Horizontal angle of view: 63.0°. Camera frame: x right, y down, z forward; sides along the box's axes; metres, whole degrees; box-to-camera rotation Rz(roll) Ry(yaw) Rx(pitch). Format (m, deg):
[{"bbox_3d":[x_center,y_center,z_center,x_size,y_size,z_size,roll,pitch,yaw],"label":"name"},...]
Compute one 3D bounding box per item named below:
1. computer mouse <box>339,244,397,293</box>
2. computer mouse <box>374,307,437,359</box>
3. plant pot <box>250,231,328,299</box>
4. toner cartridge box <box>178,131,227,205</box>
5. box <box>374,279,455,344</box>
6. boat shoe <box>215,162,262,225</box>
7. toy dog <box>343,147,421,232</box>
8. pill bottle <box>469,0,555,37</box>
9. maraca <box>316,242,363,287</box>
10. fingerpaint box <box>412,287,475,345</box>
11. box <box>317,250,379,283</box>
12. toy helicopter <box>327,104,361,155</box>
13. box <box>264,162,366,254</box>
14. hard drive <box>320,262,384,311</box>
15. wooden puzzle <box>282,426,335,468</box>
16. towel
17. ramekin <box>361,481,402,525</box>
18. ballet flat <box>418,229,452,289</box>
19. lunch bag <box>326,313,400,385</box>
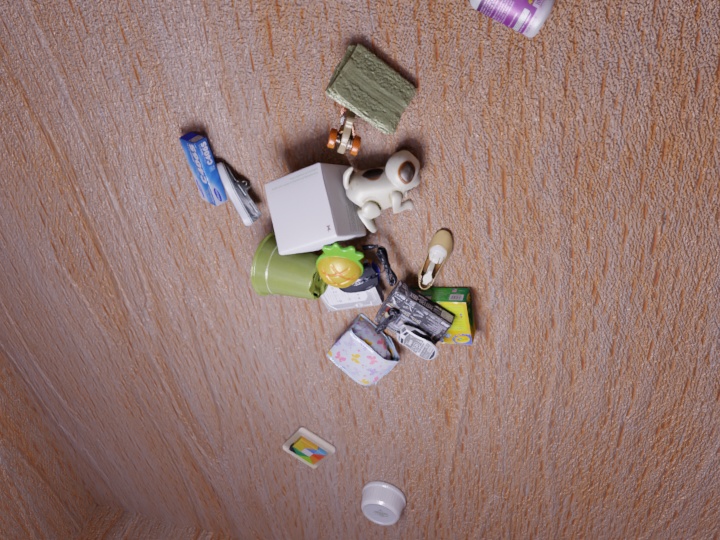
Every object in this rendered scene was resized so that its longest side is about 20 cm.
[{"bbox_3d":[0.000,0.000,1.710,0.196,0.046,0.143,-8,113,24],"label":"computer mouse"},{"bbox_3d":[0.145,0.193,1.744,0.198,0.044,0.111,33,129,6],"label":"computer mouse"},{"bbox_3d":[-0.194,0.002,1.754,0.187,0.201,0.203,15,132,24],"label":"plant pot"},{"bbox_3d":[-0.459,-0.296,1.723,0.094,0.043,0.203,26,140,43],"label":"toner cartridge box"},{"bbox_3d":[0.159,0.143,1.758,0.198,0.050,0.159,31,132,-1],"label":"box"},{"bbox_3d":[-0.358,-0.234,1.743,0.070,0.072,0.203,-29,99,-11],"label":"boat shoe"},{"bbox_3d":[0.069,-0.235,1.543,0.198,0.141,0.194,-30,117,23],"label":"toy dog"},{"bbox_3d":[0.294,-0.572,1.201,0.197,0.113,0.113,26,131,-1],"label":"pill bottle"},{"bbox_3d":[-0.055,-0.019,1.628,0.134,0.109,0.201,8,153,-5],"label":"maraca"},{"bbox_3d":[0.244,0.138,1.801,0.196,0.074,0.169,0,126,23],"label":"fingerpaint box"},{"bbox_3d":[-0.038,0.012,1.832,0.196,0.042,0.121,11,129,15],"label":"box"},{"bbox_3d":[-0.024,-0.395,1.474,0.077,0.133,0.204,14,108,-6],"label":"toy helicopter"},{"bbox_3d":[-0.121,-0.164,1.593,0.196,0.170,0.204,-14,89,29],"label":"box"},{"bbox_3d":[-0.038,0.055,1.817,0.196,0.038,0.141,-9,123,25],"label":"hard drive"},{"bbox_3d":[-0.222,0.757,2.486,0.183,0.037,0.201,34,130,-7],"label":"wooden puzzle"},{"bbox_3d":[0.026,-0.433,1.406,0.198,0.150,0.036,31,174,-10],"label":"towel"},{"bbox_3d":[0.093,1.005,2.523,0.198,0.095,0.205,10,129,13],"label":"ramekin"},{"bbox_3d":[0.215,-0.024,1.693,0.067,0.063,0.202,20,131,4],"label":"ballet flat"},{"bbox_3d":[0.015,0.275,1.964,0.199,0.127,0.170,41,128,-1],"label":"lunch bag"}]
